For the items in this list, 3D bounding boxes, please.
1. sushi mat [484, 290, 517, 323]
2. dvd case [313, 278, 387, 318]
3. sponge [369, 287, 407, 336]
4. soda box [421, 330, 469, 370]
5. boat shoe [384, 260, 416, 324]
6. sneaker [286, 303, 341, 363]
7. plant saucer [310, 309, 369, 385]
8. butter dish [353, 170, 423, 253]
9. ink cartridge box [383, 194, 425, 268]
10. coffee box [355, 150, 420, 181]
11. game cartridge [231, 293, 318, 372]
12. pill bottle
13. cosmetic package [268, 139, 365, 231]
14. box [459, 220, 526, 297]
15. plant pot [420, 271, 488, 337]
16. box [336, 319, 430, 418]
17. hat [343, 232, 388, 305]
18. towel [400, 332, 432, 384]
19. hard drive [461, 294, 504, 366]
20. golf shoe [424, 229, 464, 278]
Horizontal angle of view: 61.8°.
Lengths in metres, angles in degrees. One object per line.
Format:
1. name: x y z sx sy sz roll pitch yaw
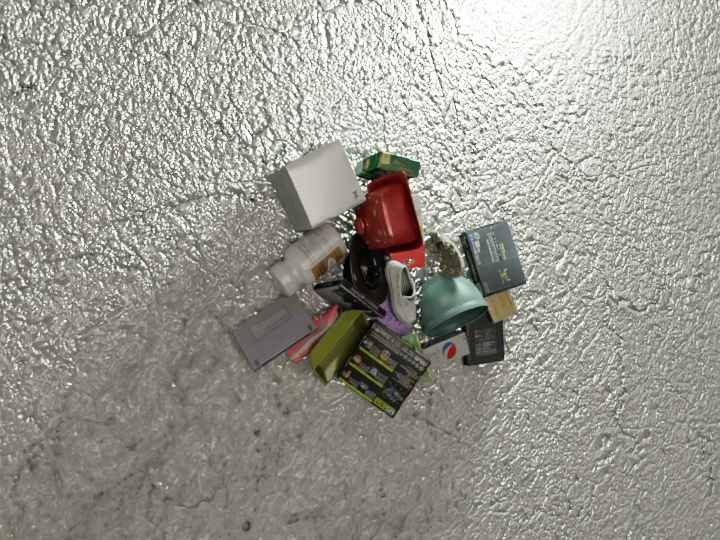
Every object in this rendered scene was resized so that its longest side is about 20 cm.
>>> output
1. sushi mat: 0.401 0.050 1.826 0.094 0.012 0.205 -21 86 -22
2. dvd case: -0.031 0.079 1.591 0.149 0.199 0.025 37 72 -17
3. sponge: 0.076 0.106 1.723 0.108 0.030 0.207 -5 93 -20
4. soda box: 0.219 0.242 1.764 0.195 0.063 0.070 -20 99 -18
5. boat shoe: 0.121 0.070 1.666 0.073 0.066 0.204 -39 122 -27
6. sneaker: -0.134 0.153 1.611 0.087 0.074 0.200 44 91 -6
7. plant saucer: -0.061 0.197 1.611 0.047 0.201 0.201 36 77 19
8. butter dish: 0.047 -0.132 1.557 0.145 0.198 0.205 -20 97 -30
9. ink cartridge box: 0.118 -0.109 1.712 0.113 0.067 0.207 -6 94 -19
10. coffee box: 0.069 -0.272 1.618 0.120 0.199 0.045 11 87 -20
11. game cartridge: -0.224 0.156 1.572 0.197 0.039 0.131 -32 63 -12
12. pill bottle: -0.140 -0.028 1.592 0.199 0.114 0.116 -40 104 -15
13. cosmetic package: -0.114 -0.213 1.551 0.165 0.199 0.170 -28 101 -18
14. box: 0.398 -0.034 1.808 0.154 0.051 0.206 -14 84 -21
15. plant pot: 0.250 0.086 1.718 0.195 0.201 0.137 -15 69 -19
16. box: 0.064 0.271 1.661 0.198 0.048 0.196 34 100 -3
17. hat: 0.000 0.000 1.636 0.199 0.079 0.207 25 59 -49
18. towel: 0.090 0.273 1.693 0.195 0.031 0.153 -20 99 7
19. hard drive: 0.373 0.179 1.836 0.136 0.033 0.207 -4 93 -20
20. golf shoe: 0.260 -0.045 1.708 0.095 0.202 0.079 16 118 -30
